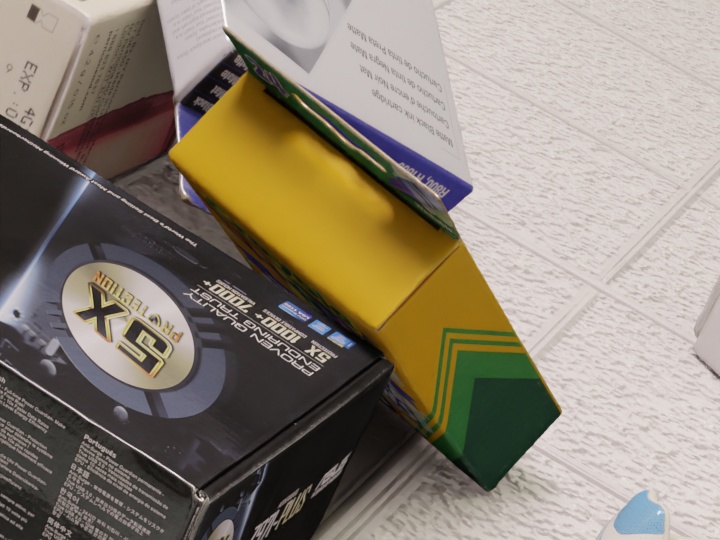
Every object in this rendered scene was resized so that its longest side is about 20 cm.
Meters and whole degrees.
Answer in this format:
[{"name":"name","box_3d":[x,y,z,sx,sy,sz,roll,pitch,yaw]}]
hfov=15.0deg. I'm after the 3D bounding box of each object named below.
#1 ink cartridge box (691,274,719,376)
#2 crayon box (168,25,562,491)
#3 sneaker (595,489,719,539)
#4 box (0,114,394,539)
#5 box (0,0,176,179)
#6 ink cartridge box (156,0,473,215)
[{"name":"ink cartridge box","box_3d":[0.271,0.034,1.302,0.083,0.146,0.200,3,32,-42]},{"name":"crayon box","box_3d":[0.000,0.000,1.097,0.126,0.052,0.200,40,-9,30]},{"name":"sneaker","box_3d":[0.181,0.144,1.079,0.199,0.073,0.072,20,22,-15]},{"name":"box","box_3d":[-0.114,0.038,0.989,0.199,0.086,0.164,32,25,14]},{"name":"box","box_3d":[-0.144,-0.115,1.247,0.127,0.109,0.200,31,24,13]},{"name":"ink cartridge box","box_3d":[-0.021,-0.098,1.235,0.199,0.040,0.201,25,48,-52]}]
